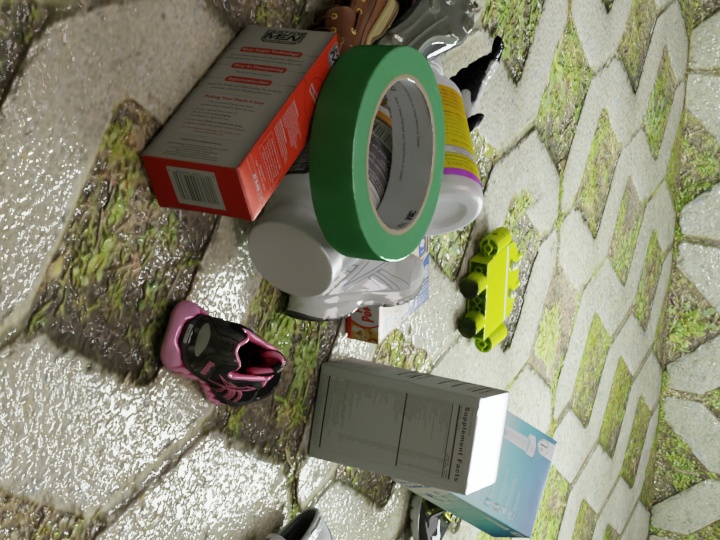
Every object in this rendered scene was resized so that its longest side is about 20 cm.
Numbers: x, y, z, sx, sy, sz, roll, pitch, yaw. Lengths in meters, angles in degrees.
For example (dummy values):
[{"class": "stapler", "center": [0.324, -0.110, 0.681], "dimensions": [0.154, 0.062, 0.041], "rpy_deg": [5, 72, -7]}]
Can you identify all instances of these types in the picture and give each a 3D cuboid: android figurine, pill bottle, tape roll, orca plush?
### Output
[{"class": "android figurine", "center": [0.199, 0.026, 1.988], "dimensions": [0.200, 0.041, 0.184], "rpy_deg": [-31, 127, -58]}, {"class": "pill bottle", "center": [-0.029, -0.073, 1.335], "dimensions": [0.201, 0.115, 0.117], "rpy_deg": [-57, 148, -40]}, {"class": "tape roll", "center": [0.020, -0.110, 1.246], "dimensions": [0.200, 0.048, 0.203], "rpy_deg": [-21, 114, -59]}, {"class": "orca plush", "center": [0.111, -0.214, 1.648], "dimensions": [0.071, 0.105, 0.201], "rpy_deg": [36, 88, -22]}, {"class": "pill bottle", "center": [0.072, -0.148, 1.482], "dimensions": [0.104, 0.103, 0.202], "rpy_deg": [53, 25, -59]}]

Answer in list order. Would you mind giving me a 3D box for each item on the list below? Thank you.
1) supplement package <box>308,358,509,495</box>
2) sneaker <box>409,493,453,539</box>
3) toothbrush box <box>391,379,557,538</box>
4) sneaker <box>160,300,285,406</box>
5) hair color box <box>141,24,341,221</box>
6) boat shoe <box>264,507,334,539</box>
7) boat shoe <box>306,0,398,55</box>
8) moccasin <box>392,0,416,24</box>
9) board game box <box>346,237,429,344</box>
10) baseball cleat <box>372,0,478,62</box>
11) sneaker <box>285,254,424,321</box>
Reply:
[{"class": "supplement package", "center": [0.057, 0.177, 1.522], "dimensions": [0.109, 0.198, 0.115], "rpy_deg": [1, 99, -66]}, {"class": "sneaker", "center": [0.129, 0.309, 1.881], "dimensions": [0.074, 0.084, 0.202], "rpy_deg": [43, 59, -61]}, {"class": "toothbrush box", "center": [0.158, 0.260, 1.812], "dimensions": [0.199, 0.085, 0.148], "rpy_deg": [32, 65, -27]}, {"class": "sneaker", "center": [-0.108, 0.089, 1.247], "dimensions": [0.200, 0.094, 0.080], "rpy_deg": [38, 64, -65]}, {"class": "hair color box", "center": [-0.098, -0.135, 1.170], "dimensions": [0.201, 0.100, 0.062], "rpy_deg": [-59, 148, -38]}, {"class": "boat shoe", "center": [-0.088, 0.316, 1.423], "dimensions": [0.199, 0.071, 0.069], "rpy_deg": [-27, 103, -54]}, {"class": "boat shoe", "center": [-0.027, -0.233, 1.347], "dimensions": [0.068, 0.072, 0.201], "rpy_deg": [48, 48, -26]}, {"class": "moccasin", "center": [0.043, -0.367, 1.446], "dimensions": [0.078, 0.073, 0.203], "rpy_deg": [-60, 160, -54]}, {"class": "board game box", "center": [0.036, -0.035, 1.580], "dimensions": [0.151, 0.046, 0.203], "rpy_deg": [-36, 132, -57]}, {"class": "baseball cleat", "center": [0.046, -0.249, 1.448], "dimensions": [0.200, 0.106, 0.070], "rpy_deg": [-38, 103, -44]}, {"class": "sneaker", "center": [0.000, 0.000, 1.443], "dimensions": [0.199, 0.074, 0.088], "rpy_deg": [-13, 103, -47]}]
